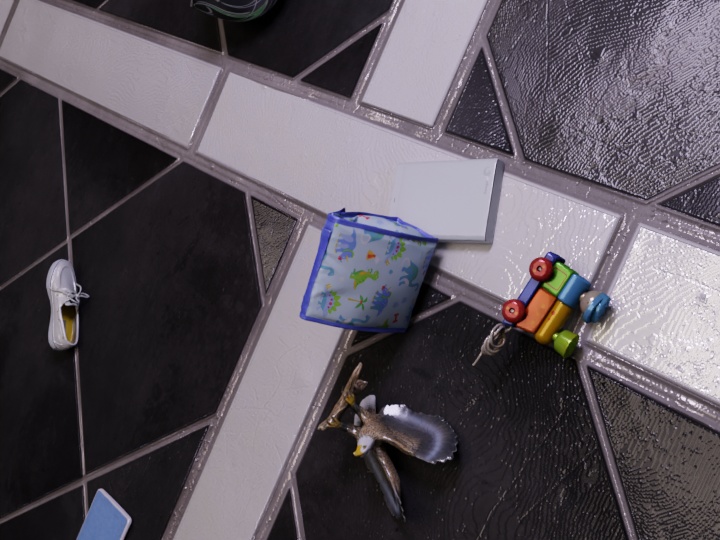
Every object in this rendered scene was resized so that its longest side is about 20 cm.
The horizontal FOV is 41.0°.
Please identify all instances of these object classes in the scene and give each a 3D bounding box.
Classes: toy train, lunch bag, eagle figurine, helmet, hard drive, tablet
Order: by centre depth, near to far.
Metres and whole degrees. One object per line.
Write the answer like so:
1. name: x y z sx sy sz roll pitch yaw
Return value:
1. toy train: 0.258 0.086 1.367 0.115 0.084 0.201 37 101 27
2. eagle figurine: 0.036 0.267 1.481 0.199 0.151 0.152 35 146 11
3. lunch bag: 0.000 0.000 1.504 0.127 0.199 0.172 28 107 40
4. hard drive: 0.133 -0.112 1.558 0.198 0.026 0.134 3 79 41
5. helmet: -0.241 -0.590 1.904 0.200 0.188 0.203 -179 90 -77
6. tablet: -0.526 0.553 1.916 0.130 0.014 0.202 27 94 42

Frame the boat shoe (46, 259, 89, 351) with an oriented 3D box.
1. boat shoe: -0.641 0.071 2.116 0.085 0.074 0.205 -13 71 37
